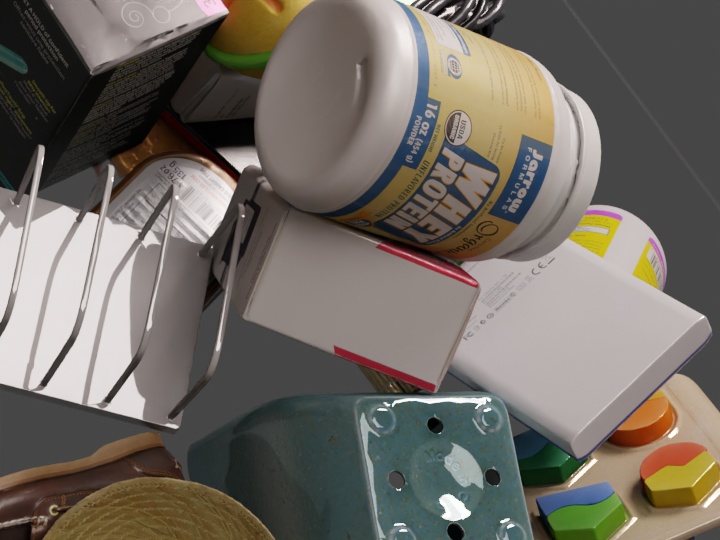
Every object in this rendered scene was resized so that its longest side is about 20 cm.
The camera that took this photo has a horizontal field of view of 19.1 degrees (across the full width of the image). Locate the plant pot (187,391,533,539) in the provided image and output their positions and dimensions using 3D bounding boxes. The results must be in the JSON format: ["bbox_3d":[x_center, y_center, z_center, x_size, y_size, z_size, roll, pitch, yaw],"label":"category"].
[{"bbox_3d":[0.017,0.173,1.458,0.195,0.200,0.198,1,64,-27],"label":"plant pot"}]

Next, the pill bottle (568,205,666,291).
[{"bbox_3d":[0.164,0.036,1.623,0.104,0.104,0.200,40,33,-3],"label":"pill bottle"}]

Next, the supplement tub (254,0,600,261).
[{"bbox_3d":[0.046,-0.088,1.396,0.199,0.144,0.146,17,58,-38],"label":"supplement tub"}]

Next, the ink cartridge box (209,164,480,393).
[{"bbox_3d":[-0.017,0.002,1.480,0.144,0.200,0.085,22,96,-14],"label":"ink cartridge box"}]

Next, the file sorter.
[{"bbox_3d":[-0.192,0.004,1.441,0.198,0.125,0.140,15,65,-14],"label":"file sorter"}]

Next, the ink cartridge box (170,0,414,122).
[{"bbox_3d":[-0.057,-0.201,1.646,0.198,0.084,0.147,-9,72,-31],"label":"ink cartridge box"}]

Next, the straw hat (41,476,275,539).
[{"bbox_3d":[-0.126,0.231,1.419,0.199,0.085,0.203,0,93,6],"label":"straw hat"}]

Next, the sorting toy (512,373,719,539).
[{"bbox_3d":[0.184,0.145,1.552,0.198,0.037,0.185,-18,29,-7],"label":"sorting toy"}]

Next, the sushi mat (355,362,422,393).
[{"bbox_3d":[0.000,0.000,1.607,0.201,0.095,0.012,53,15,5],"label":"sushi mat"}]

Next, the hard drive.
[{"bbox_3d":[0.133,0.042,1.507,0.132,0.200,0.025,-41,131,-14],"label":"hard drive"}]

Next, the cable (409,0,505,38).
[{"bbox_3d":[0.031,-0.138,1.545,0.199,0.163,0.051,-16,64,-51],"label":"cable"}]

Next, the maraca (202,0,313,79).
[{"bbox_3d":[-0.045,-0.214,1.537,0.107,0.136,0.201,67,33,-41],"label":"maraca"}]

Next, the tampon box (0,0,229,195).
[{"bbox_3d":[-0.210,-0.171,1.514,0.126,0.200,0.151,-29,81,-34],"label":"tampon box"}]

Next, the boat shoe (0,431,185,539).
[{"bbox_3d":[-0.201,0.166,1.429,0.199,0.070,0.071,-17,70,-32],"label":"boat shoe"}]

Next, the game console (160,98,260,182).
[{"bbox_3d":[-0.091,-0.175,1.681,0.176,0.031,0.200,40,55,-4],"label":"game console"}]

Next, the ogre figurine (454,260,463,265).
[{"bbox_3d":[0.059,-0.052,1.655,0.199,0.098,0.121,-12,64,-37],"label":"ogre figurine"}]

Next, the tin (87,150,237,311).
[{"bbox_3d":[-0.157,-0.008,1.560,0.112,0.042,0.200,40,55,1],"label":"tin"}]

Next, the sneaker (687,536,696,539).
[{"bbox_3d":[0.217,0.202,1.632,0.080,0.148,0.201,-15,28,3],"label":"sneaker"}]
